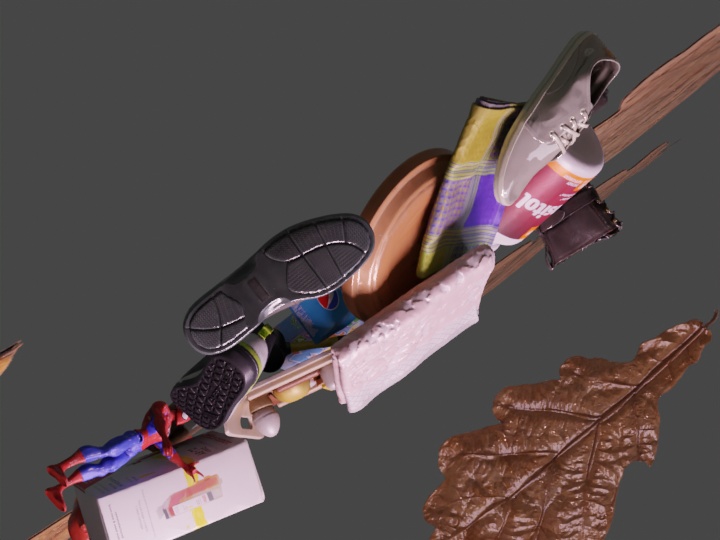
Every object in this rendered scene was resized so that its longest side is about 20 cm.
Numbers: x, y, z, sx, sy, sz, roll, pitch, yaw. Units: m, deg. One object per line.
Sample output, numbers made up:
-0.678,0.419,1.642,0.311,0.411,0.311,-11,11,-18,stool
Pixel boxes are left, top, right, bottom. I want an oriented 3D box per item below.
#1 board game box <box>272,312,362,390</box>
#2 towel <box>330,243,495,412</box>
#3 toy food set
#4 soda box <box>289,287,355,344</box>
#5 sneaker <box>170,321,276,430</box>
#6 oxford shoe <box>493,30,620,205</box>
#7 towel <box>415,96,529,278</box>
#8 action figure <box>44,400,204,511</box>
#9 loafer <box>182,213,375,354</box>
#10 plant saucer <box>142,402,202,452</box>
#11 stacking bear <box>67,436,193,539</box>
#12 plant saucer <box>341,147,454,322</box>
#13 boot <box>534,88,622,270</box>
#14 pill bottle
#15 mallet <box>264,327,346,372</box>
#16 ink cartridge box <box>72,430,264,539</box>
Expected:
-0.019,0.089,1.602,0.151,0.037,0.199,-38,144,19,board game box
0.056,0.066,1.325,0.199,0.032,0.192,-35,161,-13,towel
-0.057,0.152,1.479,0.198,0.061,0.143,-24,166,9,toy food set
0.000,0.000,1.413,0.068,0.064,0.200,-27,167,-48,soda box
-0.146,0.116,1.391,0.083,0.072,0.200,-50,-172,-37,sneaker
0.201,-0.152,1.261,0.201,0.057,0.075,-57,154,-3,oxford shoe
0.125,-0.088,1.280,0.143,0.023,0.202,-8,123,-56,towel
-0.251,0.217,1.401,0.199,0.098,0.066,-34,151,-44,action figure
-0.079,0.005,1.149,0.198,0.072,0.063,-31,-169,-1,loafer
-0.209,0.179,1.621,0.199,0.030,0.200,-38,173,-6,plant saucer
-0.311,0.317,1.678,0.199,0.114,0.121,-23,164,-43,stacking bear
0.058,-0.030,1.289,0.199,0.032,0.202,-36,142,-34,plant saucer
0.277,-0.118,1.567,0.199,0.175,0.069,-37,172,-1,boot
0.188,-0.105,1.477,0.200,0.114,0.113,-44,169,37,pill bottle
-0.036,0.084,1.505,0.197,0.042,0.066,-10,-164,-9,mallet
-0.238,0.273,1.516,0.198,0.085,0.145,-18,-174,-24,ink cartridge box
